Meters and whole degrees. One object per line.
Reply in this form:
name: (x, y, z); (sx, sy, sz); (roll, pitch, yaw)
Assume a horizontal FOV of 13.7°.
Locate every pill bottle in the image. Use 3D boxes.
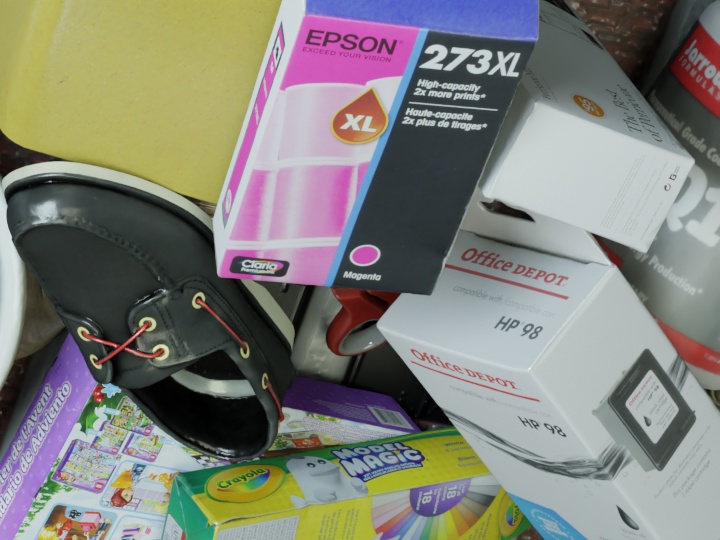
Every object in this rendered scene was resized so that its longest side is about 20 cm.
pill bottle: (0.182, -0.055, 1.397); (0.114, 0.114, 0.201); (26, 107, -28)

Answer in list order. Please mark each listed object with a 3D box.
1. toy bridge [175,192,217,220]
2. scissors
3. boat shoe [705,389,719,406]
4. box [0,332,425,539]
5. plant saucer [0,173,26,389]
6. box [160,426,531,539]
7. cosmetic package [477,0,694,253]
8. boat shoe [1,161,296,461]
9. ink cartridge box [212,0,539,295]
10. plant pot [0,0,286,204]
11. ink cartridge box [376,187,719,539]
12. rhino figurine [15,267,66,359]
toy bridge: (-0.037, -0.030, 1.320); (0.199, 0.067, 0.027); (7, 98, -49)
scissors: (0.000, 0.000, 1.365); (0.073, 0.014, 0.200); (-23, 159, 6)
boat shoe: (0.250, 0.005, 1.482); (0.199, 0.063, 0.073); (-34, 122, 1)
box: (-0.081, 0.109, 1.417); (0.199, 0.039, 0.137); (15, 113, -40)
plant saucer: (-0.230, -0.010, 1.296); (0.199, 0.050, 0.201); (5, 107, 15)
box: (-0.004, 0.139, 1.432); (0.199, 0.048, 0.118); (-6, 124, -32)
cosmetic package: (0.068, -0.085, 1.292); (0.082, 0.200, 0.051); (16, 113, -25)
boat shoe: (-0.087, 0.018, 1.271); (0.073, 0.063, 0.201); (-8, 149, 24)
ink cartridge box: (0.009, -0.069, 1.171); (0.094, 0.037, 0.201); (5, 136, -15)
plant pot: (-0.061, -0.141, 1.236); (0.199, 0.201, 0.177); (16, 124, -25)
ink cartridge box: (0.088, 0.050, 1.358); (0.067, 0.116, 0.200); (-50, 123, -18)
rhino figurine: (-0.155, -0.001, 1.348); (0.199, 0.060, 0.088); (-34, 129, 5)
